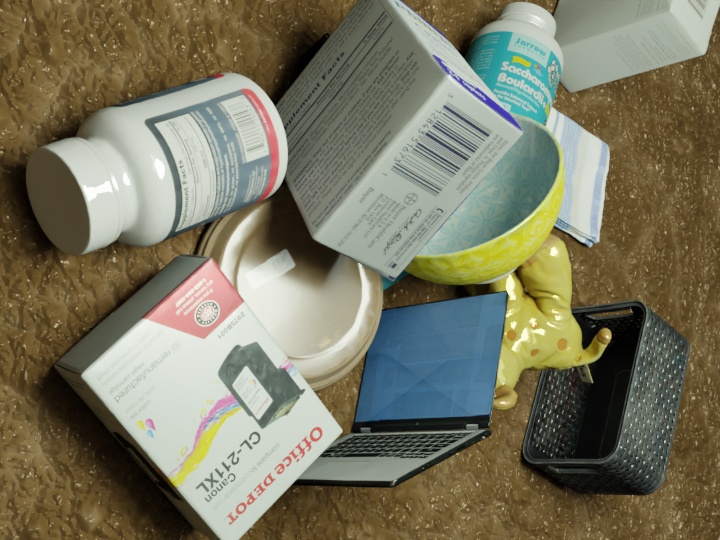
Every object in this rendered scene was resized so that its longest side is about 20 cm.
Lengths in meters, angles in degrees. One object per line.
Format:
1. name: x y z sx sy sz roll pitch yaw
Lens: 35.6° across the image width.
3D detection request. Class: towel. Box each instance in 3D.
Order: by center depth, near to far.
1. towel: 0.235 -0.131 1.369 0.200 0.024 0.147 27 65 -35

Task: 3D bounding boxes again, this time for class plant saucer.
1. plant saucer: -0.061 0.017 1.054 0.199 0.029 0.201 3 84 -28

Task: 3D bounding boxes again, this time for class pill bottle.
1. pill bottle: -0.170 -0.087 0.940 0.200 0.119 0.120 -26 100 -40
2. pill bottle: 0.163 -0.203 1.258 0.111 0.111 0.200 35 61 -32

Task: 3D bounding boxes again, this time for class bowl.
1. bowl: 0.112 -0.051 1.103 0.200 0.200 0.108 -58 139 -31

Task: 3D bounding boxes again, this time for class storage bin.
1. storage bin: 0.284 0.147 1.289 0.094 0.135 0.201 34 62 -32

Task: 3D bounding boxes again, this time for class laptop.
1. laptop: 0.021 0.109 1.030 0.200 0.187 0.116 -19 95 -41

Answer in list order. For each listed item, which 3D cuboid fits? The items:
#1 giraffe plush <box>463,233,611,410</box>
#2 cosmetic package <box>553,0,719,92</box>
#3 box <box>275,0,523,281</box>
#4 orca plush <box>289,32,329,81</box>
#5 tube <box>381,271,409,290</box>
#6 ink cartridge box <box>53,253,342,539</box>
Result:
1. giraffe plush: 0.140 0.071 1.169 0.162 0.173 0.200 -31 86 -28
2. cosmetic package: 0.324 -0.300 1.358 0.081 0.200 0.113 39 62 -29
3. box: 0.021 -0.129 1.019 0.105 0.184 0.200 27 23 -36
4. orca plush: 0.026 -0.165 1.157 0.200 0.071 0.105 52 54 -23
5. tube: 0.000 0.000 1.129 0.200 0.050 0.078 -29 91 -36
6. ink cartridge box: -0.132 0.108 0.945 0.146 0.083 0.200 -44 112 -21
